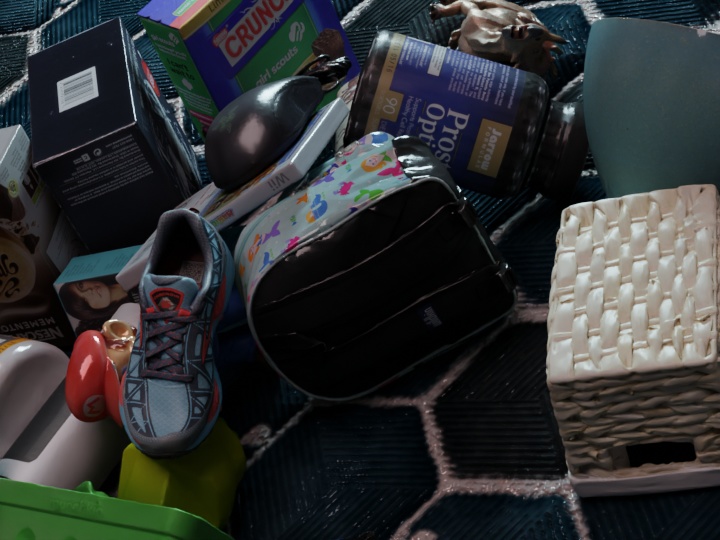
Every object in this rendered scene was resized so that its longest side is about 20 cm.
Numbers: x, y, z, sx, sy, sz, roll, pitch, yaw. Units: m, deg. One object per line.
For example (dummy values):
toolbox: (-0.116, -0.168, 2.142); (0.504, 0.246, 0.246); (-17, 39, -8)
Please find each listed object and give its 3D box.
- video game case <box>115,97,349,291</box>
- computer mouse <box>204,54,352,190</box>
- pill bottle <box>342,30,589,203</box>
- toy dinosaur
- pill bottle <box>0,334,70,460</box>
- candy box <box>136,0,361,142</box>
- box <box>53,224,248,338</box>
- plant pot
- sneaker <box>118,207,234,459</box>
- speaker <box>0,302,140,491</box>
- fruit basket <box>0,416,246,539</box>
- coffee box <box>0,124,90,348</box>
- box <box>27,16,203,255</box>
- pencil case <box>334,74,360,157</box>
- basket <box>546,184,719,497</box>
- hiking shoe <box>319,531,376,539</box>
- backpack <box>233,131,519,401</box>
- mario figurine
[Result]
video game case: (-0.106, -0.064, 1.386); (0.200, 0.018, 0.143); (-31, 14, 28)
computer mouse: (-0.088, -0.130, 1.406); (0.138, 0.053, 0.200); (-32, 14, 22)
pill bottle: (0.094, -0.126, 1.411); (0.200, 0.112, 0.112); (16, 47, 1)
toy dinosaur: (0.140, -0.225, 1.583); (0.135, 0.086, 0.200); (0, 28, 16)
pill bottle: (-0.351, 0.107, 1.452); (0.200, 0.116, 0.116); (8, 50, 35)
candy box: (-0.101, -0.214, 1.605); (0.077, 0.200, 0.169); (21, 58, 43)
box: (-0.164, 0.018, 1.466); (0.200, 0.082, 0.049); (-11, 26, 20)
plant pot: (0.260, -0.104, 1.307); (0.200, 0.200, 0.135); (17, 90, 41)
sneaker: (-0.146, 0.042, 1.242); (0.079, 0.096, 0.200); (-1, 59, 7)
speaker: (-0.224, 0.123, 1.391); (0.081, 0.081, 0.200); (8, 49, 36)
fruit basket: (-0.162, 0.183, 1.247); (0.215, 0.156, 0.216); (-15, 56, 23)
coffee box: (-0.323, -0.023, 1.515); (0.113, 0.200, 0.080); (-11, 37, 20)
box: (-0.226, -0.105, 1.568); (0.104, 0.182, 0.200); (-22, 39, 4)
pencil case: (0.020, -0.098, 1.502); (0.089, 0.078, 0.200); (5, 42, -4)
basket: (0.208, 0.046, 1.193); (0.135, 0.123, 0.200); (-9, 41, 20)
hiking shoe: (-0.030, 0.256, 1.130); (0.087, 0.074, 0.200); (-18, 39, 12)
backpack: (0.000, 0.000, 1.324); (0.200, 0.178, 0.151); (-34, 35, 1)
mario figurine: (-0.144, 0.077, 1.340); (0.200, 0.124, 0.106); (-22, -6, -33)
